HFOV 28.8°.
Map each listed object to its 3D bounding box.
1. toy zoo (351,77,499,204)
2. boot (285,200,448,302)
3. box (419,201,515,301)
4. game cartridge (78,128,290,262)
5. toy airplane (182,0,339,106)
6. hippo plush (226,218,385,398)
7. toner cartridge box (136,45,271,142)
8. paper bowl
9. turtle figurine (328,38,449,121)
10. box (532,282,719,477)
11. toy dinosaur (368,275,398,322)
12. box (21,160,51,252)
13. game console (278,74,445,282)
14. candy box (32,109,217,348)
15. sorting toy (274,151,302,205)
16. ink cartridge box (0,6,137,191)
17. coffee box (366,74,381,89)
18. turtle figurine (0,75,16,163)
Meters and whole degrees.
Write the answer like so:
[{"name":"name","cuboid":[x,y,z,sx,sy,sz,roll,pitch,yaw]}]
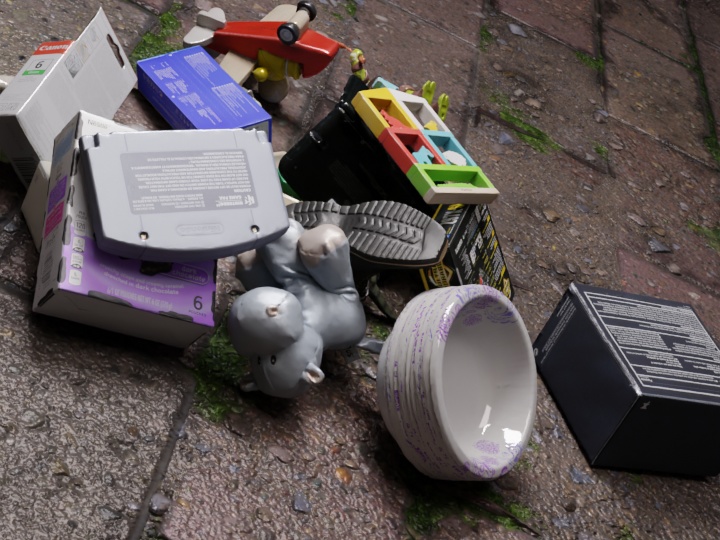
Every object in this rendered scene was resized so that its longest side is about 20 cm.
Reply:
[{"name":"toy zoo","cuboid":[0.070,-0.158,1.693,0.131,0.020,0.200,-3,50,-50]},{"name":"boot","cuboid":[0.013,-0.005,1.536,0.199,0.139,0.078,12,53,28]},{"name":"box","cuboid":[0.129,0.004,1.688,0.049,0.160,0.200,-10,22,21]},{"name":"game cartridge","cuboid":[-0.173,-0.075,1.394,0.199,0.040,0.134,-4,67,-28]},{"name":"toy airplane","cuboid":[-0.145,-0.295,1.945,0.199,0.142,0.199,-24,37,-11]},{"name":"hippo plush","cuboid":[-0.081,0.061,1.461,0.161,0.159,0.201,-51,124,-43]},{"name":"toner cartridge box","cuboid":[-0.200,-0.213,1.780,0.095,0.043,0.200,-18,44,-26]},{"name":"paper bowl","cuboid":[0.093,0.118,1.463,0.200,0.104,0.202,13,73,-52]},{"name":"turtle figurine","cuboid":[0.035,-0.253,1.994,0.161,0.065,0.200,15,-22,33]},{"name":"box","cuboid":[0.341,0.134,1.692,0.199,0.124,0.199,10,34,-28]},{"name":"toy dinosaur","cuboid":[0.000,0.000,1.649,0.200,0.047,0.088,47,6,-29]},{"name":"box","cuboid":[-0.257,-0.059,1.522,0.199,0.069,0.082,6,37,-35]},{"name":"game console","cuboid":[0.007,-0.116,1.746,0.200,0.176,0.116,49,-8,-16]},{"name":"candy box","cuboid":[-0.231,-0.041,1.421,0.167,0.071,0.201,16,61,-29]},{"name":"sorting toy","cuboid":[-0.085,-0.079,1.736,0.200,0.037,0.185,44,32,24]},{"name":"ink cartridge box","cuboid":[-0.328,-0.191,1.558,0.050,0.109,0.200,0,44,26]},{"name":"coffee box","cuboid":[0.008,-0.168,1.878,0.114,0.080,0.200,50,27,-14]},{"name":"turtle figurine","cuboid":[-0.437,-0.191,1.475,0.193,0.200,0.144,16,46,-39]}]
